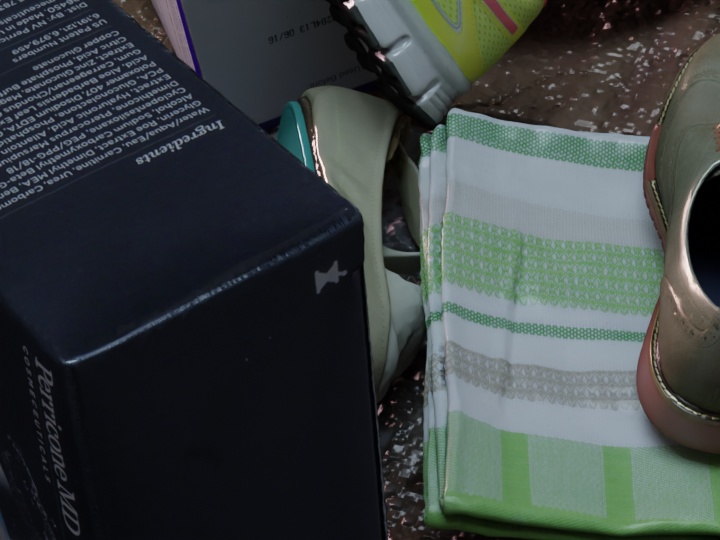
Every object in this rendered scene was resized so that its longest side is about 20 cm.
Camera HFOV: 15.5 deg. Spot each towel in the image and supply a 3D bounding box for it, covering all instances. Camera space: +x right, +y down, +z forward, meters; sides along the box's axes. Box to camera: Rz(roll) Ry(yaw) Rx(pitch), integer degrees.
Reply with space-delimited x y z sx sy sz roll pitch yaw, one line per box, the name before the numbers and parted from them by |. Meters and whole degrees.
towel | 0.096 0.020 1.017 0.148 0.031 0.201 5 47 -4

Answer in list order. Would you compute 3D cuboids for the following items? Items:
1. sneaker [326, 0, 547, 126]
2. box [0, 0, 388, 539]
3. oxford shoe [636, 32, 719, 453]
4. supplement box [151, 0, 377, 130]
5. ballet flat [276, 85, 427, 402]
sneaker | 0.007 -0.163 1.065 0.090 0.201 0.078 -33 22 -5
box | -0.092 0.031 0.936 0.117 0.198 0.200 -27 44 -24
oxford shoe | 0.148 -0.028 1.004 0.070 0.074 0.201 10 49 -3
supplement box | -0.057 -0.169 1.197 0.101 0.104 0.200 -21 45 -7
ballet flat | 0.000 0.000 1.059 0.069 0.070 0.201 -6 45 6
